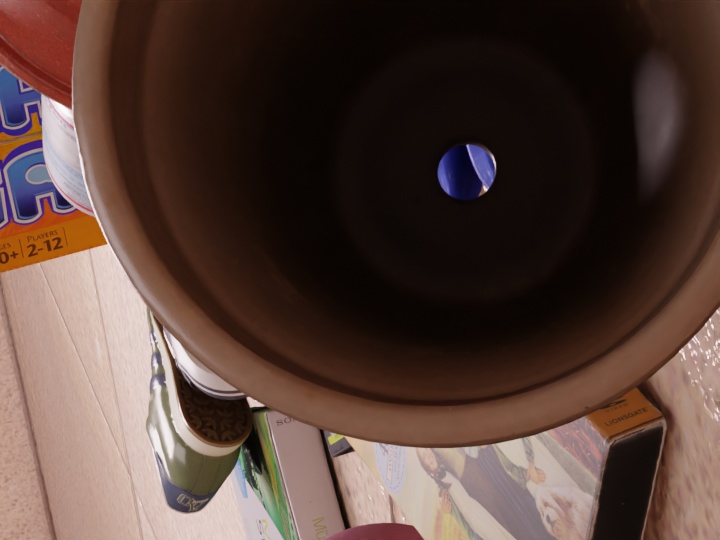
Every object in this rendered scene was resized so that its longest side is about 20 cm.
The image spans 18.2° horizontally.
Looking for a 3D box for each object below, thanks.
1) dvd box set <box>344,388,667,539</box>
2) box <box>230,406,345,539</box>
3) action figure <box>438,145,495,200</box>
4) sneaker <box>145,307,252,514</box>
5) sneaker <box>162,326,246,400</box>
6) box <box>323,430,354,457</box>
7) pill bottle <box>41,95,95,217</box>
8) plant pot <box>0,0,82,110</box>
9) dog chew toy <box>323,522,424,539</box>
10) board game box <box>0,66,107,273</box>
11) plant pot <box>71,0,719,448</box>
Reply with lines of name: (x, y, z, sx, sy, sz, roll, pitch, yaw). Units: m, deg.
dvd box set: (0.044, 0.055, 0.897, 0.200, 0.029, 0.147, 50, 146, 41)
box: (-0.048, 0.160, 1.482, 0.200, 0.036, 0.145, 158, 97, -75)
action figure: (0.041, -0.056, 0.823, 0.065, 0.051, 0.201, -27, 66, 50)
sneaker: (-0.117, 0.076, 1.496, 0.201, 0.067, 0.090, -103, 28, -50)
sneaker: (-0.083, 0.035, 1.403, 0.200, 0.078, 0.080, -106, 12, -57)
box: (0.000, 0.000, 1.091, 0.200, 0.044, 0.161, 133, 120, -75)
pill bottle: (-0.151, -0.116, 1.440, 0.200, 0.108, 0.109, 110, 142, -67)
plant pot: (-0.057, -0.182, 0.844, 0.195, 0.200, 0.202, 129, 125, -64)
dog chew toy: (0.033, 0.195, 1.025, 0.200, 0.124, 0.125, 32, 136, 60)
board game box: (-0.265, -0.135, 1.686, 0.200, 0.199, 0.201, -131, 28, -60)
plant pot: (0.026, -0.044, 0.685, 0.175, 0.199, 0.201, 47, -155, -82)
